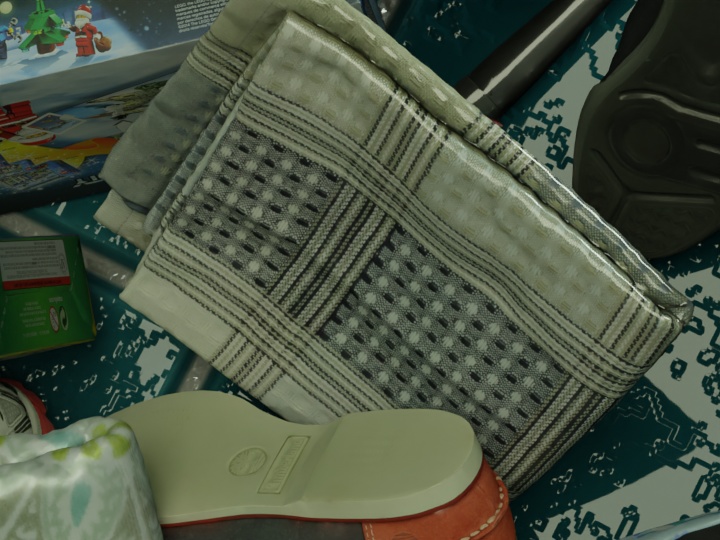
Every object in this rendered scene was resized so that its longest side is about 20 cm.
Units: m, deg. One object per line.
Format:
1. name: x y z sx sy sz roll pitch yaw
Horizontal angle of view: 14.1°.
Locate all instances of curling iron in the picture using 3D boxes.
1. curling iron: 0.045 -0.056 1.139 0.200 0.026 0.050 -46 40 -6

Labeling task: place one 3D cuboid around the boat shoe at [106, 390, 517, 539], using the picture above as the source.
1. boat shoe: -0.032 0.089 1.087 0.199 0.063 0.071 -1 41 33

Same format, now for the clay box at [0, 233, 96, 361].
1. clay box: -0.213 0.025 1.102 0.199 0.115 0.048 -10 90 13

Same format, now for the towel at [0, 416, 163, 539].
1. towel: -0.161 0.151 1.073 0.199 0.048 0.172 -11 115 5

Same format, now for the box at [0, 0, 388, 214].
1. box: -0.089 -0.072 1.105 0.199 0.137 0.038 -12 74 4

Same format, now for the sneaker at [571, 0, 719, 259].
1. sneaker: 0.139 -0.103 1.105 0.076 0.114 0.200 19 120 8

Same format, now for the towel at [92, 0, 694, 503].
1. towel: 0.000 0.000 1.045 0.200 0.193 0.035 41 54 1

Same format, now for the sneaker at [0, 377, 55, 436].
1. sneaker: -0.218 0.090 1.119 0.199 0.082 0.078 -29 77 2

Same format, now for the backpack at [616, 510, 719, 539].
1. backpack: 0.113 0.165 1.042 0.200 0.154 0.164 -40 74 21
